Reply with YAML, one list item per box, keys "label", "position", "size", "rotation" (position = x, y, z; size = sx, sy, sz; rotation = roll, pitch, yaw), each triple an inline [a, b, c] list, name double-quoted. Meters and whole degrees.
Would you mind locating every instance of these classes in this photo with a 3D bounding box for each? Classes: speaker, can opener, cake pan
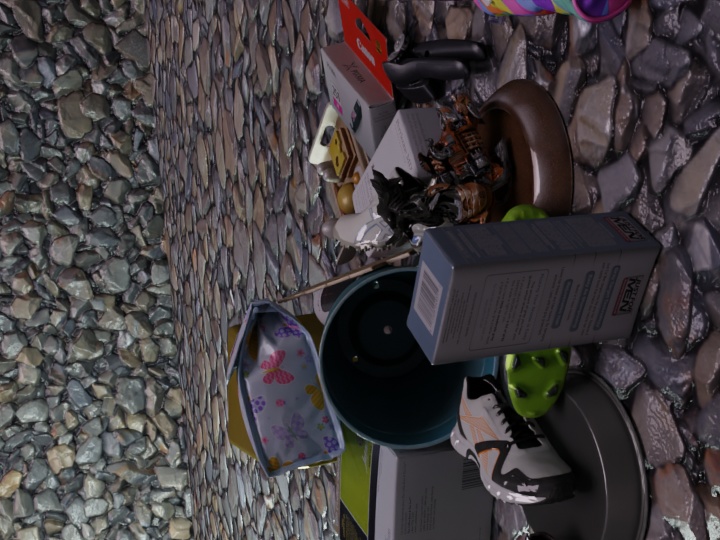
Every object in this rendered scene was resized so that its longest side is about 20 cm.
- label: "speaker"
  position: [0.000, 0.040, 1.448]
  size: [0.200, 0.081, 0.082]
  rotation: [165, 99, -70]
- label: "can opener"
  position: [0.088, -0.244, 1.200]
  size: [0.064, 0.078, 0.200]
  rotation: [-57, 22, -11]
- label: "cake pan"
  position: [0.204, 0.195, 1.000]
  size: [0.200, 0.036, 0.202]
  rotation: [175, 90, -70]

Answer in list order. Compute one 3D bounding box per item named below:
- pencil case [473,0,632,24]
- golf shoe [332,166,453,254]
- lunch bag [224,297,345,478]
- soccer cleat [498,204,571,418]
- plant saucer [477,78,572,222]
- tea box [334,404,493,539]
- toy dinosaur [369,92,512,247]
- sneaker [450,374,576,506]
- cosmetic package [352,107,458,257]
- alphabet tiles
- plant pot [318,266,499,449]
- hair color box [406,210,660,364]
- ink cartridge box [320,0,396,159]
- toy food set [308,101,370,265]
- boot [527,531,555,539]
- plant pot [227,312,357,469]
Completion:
- label: "pencil case"
  position: [0.166, -0.268, 0.935]
  size: [0.200, 0.088, 0.089]
  rotation: [-151, 58, -64]
- label: "golf shoe"
  position: [0.043, -0.072, 1.178]
  size: [0.199, 0.078, 0.098]
  rotation: [1, 109, 44]
- label: "lunch bag"
  position: [-0.101, 0.134, 1.256]
  size: [0.170, 0.126, 0.201]
  rotation: [165, 90, -83]
- label: "soccer cleat"
  position: [0.161, 0.038, 0.987]
  size: [0.081, 0.067, 0.202]
  rotation: [152, 117, -84]
- label: "plant saucer"
  position: [0.155, -0.097, 1.076]
  size: [0.200, 0.032, 0.202]
  rotation: [174, 90, -70]
- label: "tea box"
  position: [0.060, 0.267, 1.260]
  size: [0.197, 0.133, 0.201]
  rotation: [-143, 52, -62]
- label: "toy dinosaur"
  position: [0.088, -0.075, 1.045]
  size: [0.102, 0.135, 0.201]
  rotation: [56, -150, -59]
- label: "sneaker"
  position: [0.142, 0.162, 1.001]
  size: [0.200, 0.073, 0.081]
  rotation: [-146, 56, -64]
- label: "cosmetic package"
  position: [0.057, -0.104, 1.273]
  size: [0.200, 0.074, 0.102]
  rotation: [119, 140, -58]
- label: "alphabet tiles"
  position: [0.000, 0.000, 1.260]
  size: [0.199, 0.166, 0.006]
  rotation: [-20, 91, 32]
- label: "plant pot"
  position: [0.044, 0.085, 1.209]
  size: [0.188, 0.198, 0.202]
  rotation: [-132, 39, -81]
- label: "hair color box"
  position: [0.147, 0.013, 0.880]
  size: [0.061, 0.199, 0.100]
  rotation: [-122, 34, -49]
- label: "ink cartridge box"
  position: [-0.005, -0.262, 1.383]
  size: [0.200, 0.043, 0.174]
  rotation: [-121, 16, -50]
- label: "toy food set"
  position: [-0.034, -0.128, 1.524]
  size: [0.144, 0.060, 0.201]
  rotation: [115, 144, -54]
- label: "boot"
  position: [0.183, 0.359, 0.983]
  size: [0.167, 0.072, 0.201]
  rotation: [94, 160, -65]
- label: "plant pot"
  position: [-0.072, 0.190, 1.529]
  size: [0.200, 0.194, 0.196]
  rotation: [29, 122, 58]
